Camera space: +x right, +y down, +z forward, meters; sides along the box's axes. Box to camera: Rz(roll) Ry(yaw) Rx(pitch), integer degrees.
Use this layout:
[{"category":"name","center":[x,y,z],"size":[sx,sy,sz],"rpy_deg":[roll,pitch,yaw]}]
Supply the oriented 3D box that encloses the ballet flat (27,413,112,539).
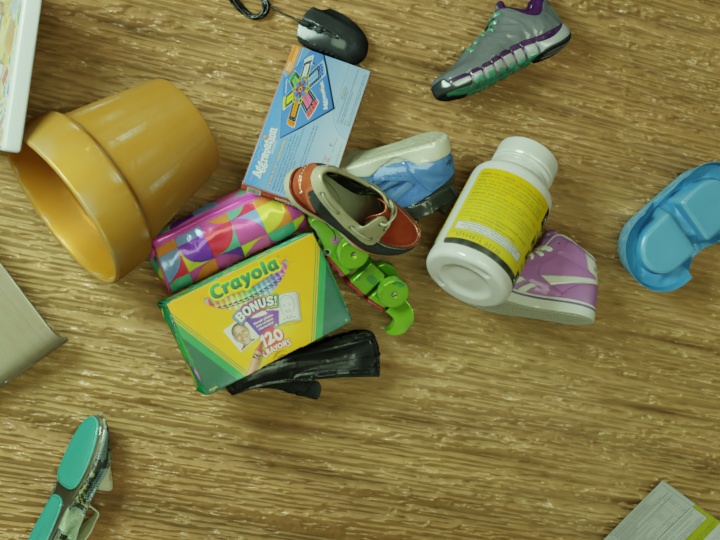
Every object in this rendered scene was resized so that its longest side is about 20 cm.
[{"category":"ballet flat","center":[-0.339,0.270,1.532],"size":[0.074,0.074,0.201],"rpy_deg":[27,92,-15]}]

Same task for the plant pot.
[{"category":"plant pot","center":[-0.269,-0.119,1.441],"size":[0.183,0.200,0.201],"rpy_deg":[-39,104,-23]}]

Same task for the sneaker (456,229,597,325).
[{"category":"sneaker","center":[0.208,-0.001,1.631],"size":[0.199,0.073,0.115],"rpy_deg":[11,75,-9]}]

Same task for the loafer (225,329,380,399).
[{"category":"loafer","center":[-0.069,0.127,1.569],"size":[0.200,0.068,0.071],"rpy_deg":[-14,92,-15]}]

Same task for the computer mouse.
[{"category":"computer mouse","center":[-0.078,-0.307,1.533],"size":[0.199,0.034,0.059],"rpy_deg":[24,92,-15]}]

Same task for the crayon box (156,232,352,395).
[{"category":"crayon box","center":[-0.125,0.049,1.504],"size":[0.199,0.058,0.119],"rpy_deg":[-27,99,-18]}]

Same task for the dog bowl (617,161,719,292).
[{"category":"dog bowl","center":[0.424,-0.060,1.676],"size":[0.200,0.050,0.112],"rpy_deg":[-41,104,-5]}]

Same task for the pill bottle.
[{"category":"pill bottle","center":[0.169,-0.065,1.559],"size":[0.111,0.111,0.201],"rpy_deg":[36,64,-15]}]

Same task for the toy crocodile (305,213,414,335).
[{"category":"toy crocodile","center":[0.000,0.000,1.560],"size":[0.062,0.068,0.200],"rpy_deg":[-43,118,5]}]

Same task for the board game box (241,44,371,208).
[{"category":"board game box","center":[-0.063,-0.168,1.508],"size":[0.102,0.019,0.201],"rpy_deg":[19,66,-4]}]

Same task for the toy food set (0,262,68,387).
[{"category":"toy food set","center":[-0.457,0.044,1.479],"size":[0.143,0.060,0.200],"rpy_deg":[-34,102,4]}]

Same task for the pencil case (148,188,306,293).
[{"category":"pencil case","center":[-0.162,-0.051,1.518],"size":[0.199,0.088,0.089],"rpy_deg":[-30,103,-9]}]

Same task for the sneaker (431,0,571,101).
[{"category":"sneaker","center":[0.163,-0.282,1.586],"size":[0.199,0.074,0.088],"rpy_deg":[-26,86,-17]}]

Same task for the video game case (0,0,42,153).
[{"category":"video game case","center":[-0.395,-0.235,1.390],"size":[0.023,0.182,0.201],"rpy_deg":[6,96,-32]}]

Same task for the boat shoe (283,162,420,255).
[{"category":"boat shoe","center":[0.003,-0.070,1.461],"size":[0.200,0.062,0.072],"rpy_deg":[27,67,-37]}]

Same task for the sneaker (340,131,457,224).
[{"category":"sneaker","center":[0.021,-0.094,1.560],"size":[0.199,0.077,0.112],"rpy_deg":[-14,112,-1]}]

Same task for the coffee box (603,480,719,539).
[{"category":"coffee box","center":[0.427,0.436,1.660],"size":[0.200,0.198,0.200],"rpy_deg":[-44,105,-3]}]
